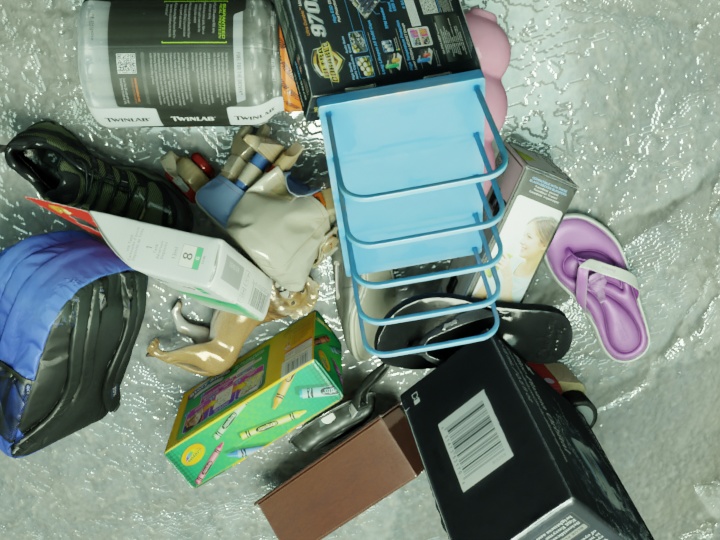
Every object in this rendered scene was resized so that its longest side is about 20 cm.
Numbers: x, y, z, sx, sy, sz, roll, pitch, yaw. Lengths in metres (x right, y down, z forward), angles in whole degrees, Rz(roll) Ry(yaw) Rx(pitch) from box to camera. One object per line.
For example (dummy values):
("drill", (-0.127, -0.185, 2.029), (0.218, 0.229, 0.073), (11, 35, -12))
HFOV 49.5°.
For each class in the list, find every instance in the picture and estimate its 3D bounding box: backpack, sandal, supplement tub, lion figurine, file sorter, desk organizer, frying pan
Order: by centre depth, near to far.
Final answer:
("file sorter", (0.048, -0.038, 0.661), (0.136, 0.124, 0.202), (-9, 138, -1))
("supplement tub", (-0.151, -0.197, 0.732), (0.195, 0.123, 0.125), (0, 111, -2))
("sandal", (0.110, 0.062, 0.764), (0.196, 0.043, 0.078), (-3, 111, 1))
("backpack", (-0.324, 0.057, 0.799), (0.166, 0.162, 0.202), (32, 112, 10))
("lion figurine", (-0.141, 0.055, 0.861), (0.122, 0.073, 0.201), (36, 111, -13))
("frying pan", (-0.003, 0.153, 0.872), (0.189, 0.114, 0.031), (-38, 72, 28))
("sandal", (0.275, 0.022, 0.874), (0.082, 0.050, 0.204), (-34, 109, 10))
("desk organizer", (-0.019, 0.244, 0.907), (0.199, 0.072, 0.078), (-38, 80, 19))

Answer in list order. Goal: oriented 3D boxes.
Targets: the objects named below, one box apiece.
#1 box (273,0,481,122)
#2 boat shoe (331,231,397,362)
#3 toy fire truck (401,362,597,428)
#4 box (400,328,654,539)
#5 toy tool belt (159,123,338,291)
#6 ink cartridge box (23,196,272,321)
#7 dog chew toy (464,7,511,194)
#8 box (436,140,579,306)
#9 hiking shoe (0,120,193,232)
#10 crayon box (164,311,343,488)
("box", (0.003, -0.242, 0.687), (0.156, 0.046, 0.204), (-13, 77, -17))
("boat shoe", (0.000, 0.000, 0.858), (0.066, 0.057, 0.204), (-17, 120, -35))
("toy fire truck", (0.143, 0.183, 0.906), (0.196, 0.129, 0.179), (6, 111, -16))
("box", (0.158, 0.195, 0.721), (0.117, 0.198, 0.199), (-39, 127, 15))
("toy tool belt", (-0.095, -0.083, 0.781), (0.123, 0.199, 0.125), (-46, 152, -7))
("ink cartridge box", (-0.196, -0.008, 0.739), (0.196, 0.161, 0.051), (11, 79, 12))
("dog chew toy", (0.087, -0.153, 0.767), (0.122, 0.125, 0.204), (16, 101, -9))
("box", (0.145, -0.022, 0.818), (0.059, 0.117, 0.203), (20, 110, -8))
("hiking shoe", (-0.265, -0.074, 0.776), (0.197, 0.101, 0.077), (27, 110, -3))
("crayon box", (-0.115, 0.140, 0.865), (0.198, 0.119, 0.059), (-32, 109, 10))
